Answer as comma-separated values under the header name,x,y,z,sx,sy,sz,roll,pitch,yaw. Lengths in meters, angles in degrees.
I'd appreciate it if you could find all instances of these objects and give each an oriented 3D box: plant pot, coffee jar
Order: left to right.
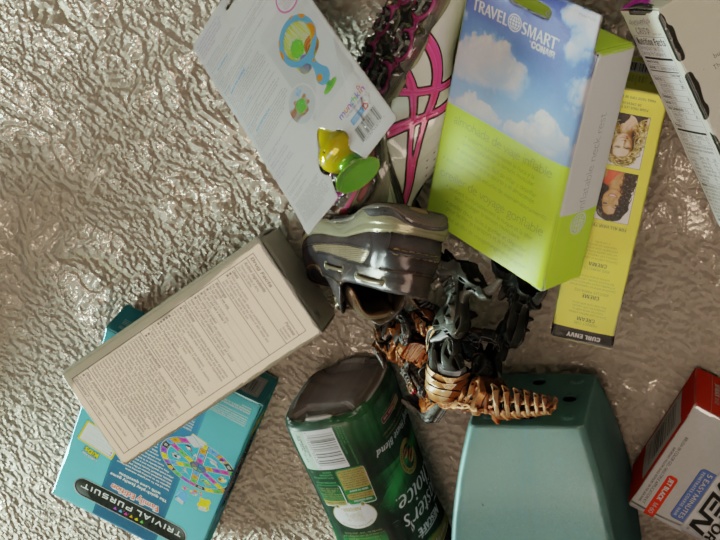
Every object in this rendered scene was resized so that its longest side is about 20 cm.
name,x,y,z,sx,sy,sz,roll,pitch,yaw
coffee jar,0.013,0.181,1.134,0.085,0.104,0.201,-10,113,24
plant pot,0.146,0.191,1.080,0.140,0.141,0.201,-1,113,17

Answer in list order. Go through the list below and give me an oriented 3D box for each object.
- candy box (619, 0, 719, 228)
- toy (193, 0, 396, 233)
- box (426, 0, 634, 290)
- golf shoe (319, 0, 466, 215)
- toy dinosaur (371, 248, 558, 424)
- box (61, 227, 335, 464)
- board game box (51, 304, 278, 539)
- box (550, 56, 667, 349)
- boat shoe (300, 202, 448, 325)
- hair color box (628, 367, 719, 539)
name,x,y,z,sx,sy,sz,roll,pitch,yaw
candy box,0.276,-0.117,0.893,0.136,0.061,0.201,-31,107,-8
toy,-0.042,-0.137,0.991,0.115,0.047,0.201,-51,54,31
box,0.115,-0.103,0.938,0.122,0.047,0.201,34,128,37
golf shoe,0.040,-0.126,1.000,0.092,0.073,0.201,10,118,-25
toy dinosaur,0.083,0.060,1.032,0.199,0.102,0.137,24,102,32
box,-0.128,0.059,1.092,0.199,0.078,0.095,-33,93,11
board game box,-0.177,0.149,1.208,0.150,0.047,0.201,26,121,3
box,0.181,-0.049,0.984,0.050,0.075,0.201,11,117,10
boat shoe,0.000,0.000,1.007,0.074,0.200,0.074,11,79,-17
hair color box,0.324,0.174,1.059,0.199,0.064,0.111,26,120,2
